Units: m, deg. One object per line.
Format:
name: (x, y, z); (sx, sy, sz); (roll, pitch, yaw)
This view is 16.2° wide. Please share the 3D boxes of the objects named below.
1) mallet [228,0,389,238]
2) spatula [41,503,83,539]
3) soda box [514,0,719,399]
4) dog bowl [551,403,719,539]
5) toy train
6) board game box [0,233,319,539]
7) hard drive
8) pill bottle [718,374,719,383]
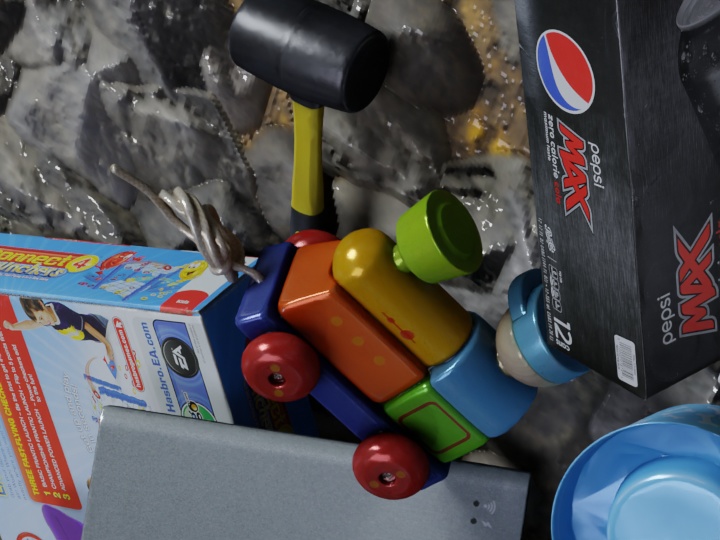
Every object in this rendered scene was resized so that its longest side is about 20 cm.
mallet: (-0.032, -0.039, 1.136); (0.066, 0.041, 0.200); (31, 138, 20)
spatula: (-0.078, 0.149, 1.226); (0.200, 0.021, 0.057); (7, 137, 32)
soda box: (0.108, -0.056, 0.973); (0.063, 0.071, 0.200); (31, 138, 47)
dog bowl: (0.171, 0.140, 1.066); (0.200, 0.050, 0.111); (48, 123, 1)
toy train: (0.000, 0.000, 1.073); (0.116, 0.085, 0.200); (-30, 117, 35)
board game box: (-0.112, 0.084, 1.266); (0.195, 0.056, 0.200); (6, 123, 37)
hard drive: (-0.031, 0.145, 1.154); (0.199, 0.033, 0.140); (8, 87, 5)
pill bottle: (0.230, 0.072, 0.906); (0.200, 0.112, 0.113); (39, 136, 12)
